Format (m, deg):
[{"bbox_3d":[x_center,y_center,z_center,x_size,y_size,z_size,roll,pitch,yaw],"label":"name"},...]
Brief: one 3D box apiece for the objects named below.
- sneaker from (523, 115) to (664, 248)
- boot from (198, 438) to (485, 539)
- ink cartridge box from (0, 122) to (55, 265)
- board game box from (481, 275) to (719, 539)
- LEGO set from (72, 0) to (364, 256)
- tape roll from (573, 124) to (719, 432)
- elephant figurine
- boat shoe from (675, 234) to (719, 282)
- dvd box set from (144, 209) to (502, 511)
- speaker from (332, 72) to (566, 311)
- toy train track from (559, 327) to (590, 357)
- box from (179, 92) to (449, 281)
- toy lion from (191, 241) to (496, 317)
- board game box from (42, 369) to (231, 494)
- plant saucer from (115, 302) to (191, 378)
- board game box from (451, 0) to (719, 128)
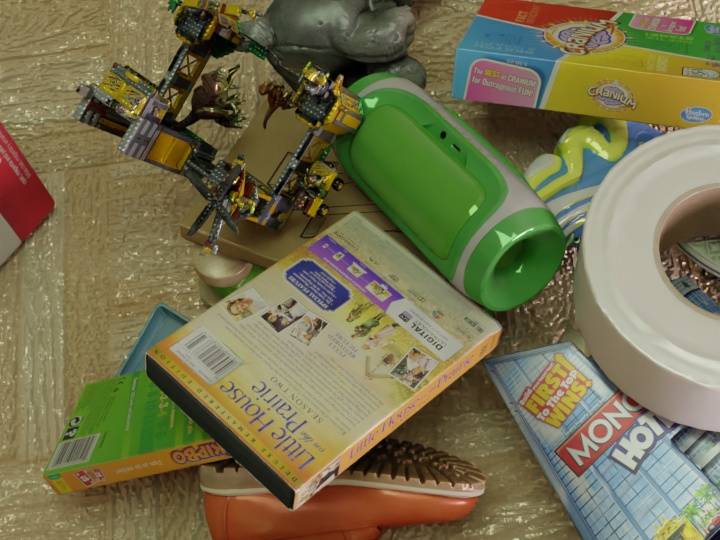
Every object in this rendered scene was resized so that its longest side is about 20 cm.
[{"bbox_3d":[0.180,-0.053,1.095,0.105,0.076,0.200,32,62,14],"label":"sneaker"},{"bbox_3d":[-0.010,0.176,1.017,0.199,0.075,0.108,-2,100,7],"label":"boot"},{"bbox_3d":[-0.372,-0.046,1.127,0.145,0.145,0.200,34,74,19],"label":"ink cartridge box"},{"bbox_3d":[0.192,0.101,1.017,0.200,0.062,0.200,-44,67,1],"label":"board game box"},{"bbox_3d":[-0.108,-0.118,1.033,0.200,0.116,0.154,44,102,27],"label":"LEGO set"},{"bbox_3d":[0.246,0.003,0.974,0.201,0.071,0.203,-1,61,2],"label":"tape roll"},{"bbox_3d":[-0.003,-0.234,1.186,0.141,0.155,0.201,-5,60,25],"label":"elephant figurine"},{"bbox_3d":[0.285,-0.014,1.066,0.200,0.062,0.075,39,81,8],"label":"boat shoe"},{"bbox_3d":[-0.023,0.054,0.977,0.146,0.029,0.200,38,55,24],"label":"dvd box set"},{"bbox_3d":[0.058,-0.060,1.036,0.088,0.089,0.200,-34,52,-10],"label":"speaker"},{"bbox_3d":[0.241,0.086,1.058,0.199,0.033,0.115,18,80,21],"label":"toy train track"},{"bbox_3d":[-0.012,-0.053,1.106,0.199,0.021,0.164,20,53,13],"label":"box"},{"bbox_3d":[0.000,0.000,1.113,0.200,0.069,0.192,39,68,21],"label":"toy lion"},{"bbox_3d":[-0.128,0.101,1.035,0.199,0.030,0.096,-17,33,26],"label":"board game box"},{"bbox_3d":[-0.088,0.101,1.086,0.200,0.019,0.070,30,90,19],"label":"plant saucer"},{"bbox_3d":[0.182,-0.163,1.127,0.199,0.040,0.153,9,27,10],"label":"board game box"}]
